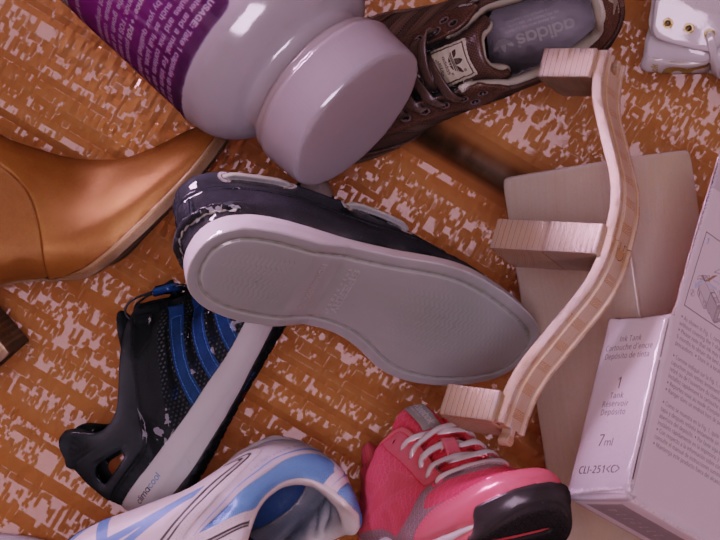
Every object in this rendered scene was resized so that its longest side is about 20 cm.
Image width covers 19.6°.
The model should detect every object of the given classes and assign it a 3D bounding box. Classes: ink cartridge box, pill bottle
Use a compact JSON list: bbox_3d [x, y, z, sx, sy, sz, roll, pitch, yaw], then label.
[{"bbox_3d":[0.200,0.066,1.028,0.200,0.045,0.176,32,66,-35],"label":"ink cartridge box"},{"bbox_3d":[-0.070,-0.135,1.024,0.200,0.112,0.112,44,92,19],"label":"pill bottle"}]

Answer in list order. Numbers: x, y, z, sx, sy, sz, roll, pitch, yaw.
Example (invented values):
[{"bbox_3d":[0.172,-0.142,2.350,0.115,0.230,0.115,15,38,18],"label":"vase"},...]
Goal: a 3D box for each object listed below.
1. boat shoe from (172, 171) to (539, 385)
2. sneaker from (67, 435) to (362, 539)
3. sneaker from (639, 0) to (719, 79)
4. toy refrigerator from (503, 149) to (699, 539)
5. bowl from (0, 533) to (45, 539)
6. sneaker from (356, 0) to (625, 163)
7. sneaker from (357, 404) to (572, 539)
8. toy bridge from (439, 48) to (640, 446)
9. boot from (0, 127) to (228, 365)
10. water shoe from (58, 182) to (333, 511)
[{"bbox_3d":[0.000,0.000,1.018,0.200,0.060,0.076,23,119,-33],"label":"boat shoe"},{"bbox_3d":[-0.088,0.150,1.029,0.200,0.072,0.072,-32,125,-21],"label":"sneaker"},{"bbox_3d":[0.203,-0.097,1.064,0.115,0.074,0.200,-12,78,4],"label":"sneaker"},{"bbox_3d":[0.136,0.044,1.057,0.076,0.070,0.200,-9,91,45],"label":"toy refrigerator"},{"bbox_3d":[-0.194,0.240,1.071,0.201,0.090,0.201,0,92,2],"label":"bowl"},{"bbox_3d":[0.038,-0.109,1.065,0.200,0.076,0.070,-23,91,1],"label":"sneaker"},{"bbox_3d":[0.036,0.105,1.016,0.074,0.200,0.087,-8,80,-21],"label":"sneaker"},{"bbox_3d":[0.095,-0.011,0.988,0.067,0.027,0.200,4,70,38],"label":"toy bridge"},{"bbox_3d":[-0.181,-0.050,1.073,0.201,0.071,0.144,-40,93,7],"label":"boot"},{"bbox_3d":[-0.086,0.030,1.073,0.079,0.072,0.200,30,91,3],"label":"water shoe"}]
